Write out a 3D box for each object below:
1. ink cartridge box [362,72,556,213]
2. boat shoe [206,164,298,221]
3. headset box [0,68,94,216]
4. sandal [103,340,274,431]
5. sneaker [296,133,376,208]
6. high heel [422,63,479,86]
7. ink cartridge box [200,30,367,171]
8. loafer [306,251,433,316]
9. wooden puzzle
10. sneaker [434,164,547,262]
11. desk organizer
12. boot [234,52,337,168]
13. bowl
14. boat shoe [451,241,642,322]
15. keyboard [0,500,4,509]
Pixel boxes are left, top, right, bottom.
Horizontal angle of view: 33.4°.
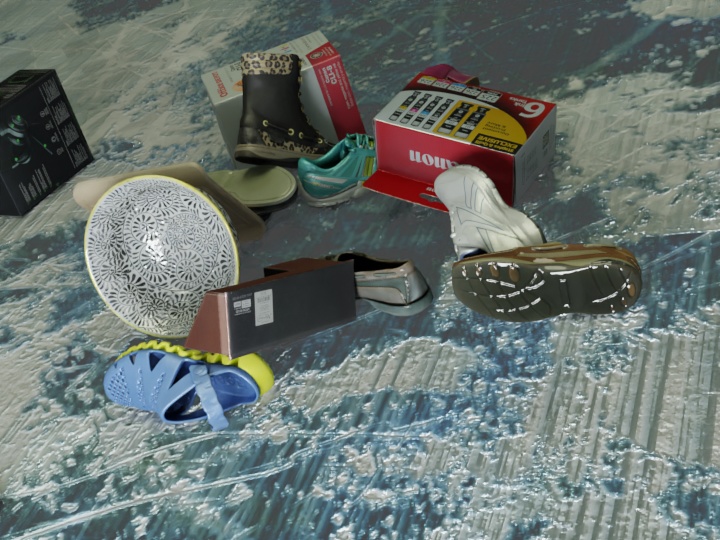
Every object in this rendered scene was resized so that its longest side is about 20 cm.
[{"bbox_3d":[0.123,-0.157,1.521,0.199,0.084,0.176,17,44,25],"label":"ink cartridge box"},{"bbox_3d":[-0.150,-0.095,1.639,0.199,0.066,0.075,-1,47,39],"label":"boat shoe"},{"bbox_3d":[-0.556,-0.205,1.945,0.093,0.175,0.200,5,38,34],"label":"headset box"},{"bbox_3d":[-0.196,0.128,1.285,0.199,0.080,0.087,-4,37,27],"label":"sandal"},{"bbox_3d":[0.008,-0.151,1.625,0.199,0.080,0.078,-23,30,-11],"label":"sneaker"},{"bbox_3d":[0.083,-0.258,1.764,0.096,0.068,0.200,20,42,35],"label":"high heel"},{"bbox_3d":[-0.116,-0.241,1.782,0.199,0.145,0.145,-22,30,-5],"label":"ink cartridge box"},{"bbox_3d":[0.000,0.000,1.394,0.200,0.063,0.072,12,41,42],"label":"loafer"},{"bbox_3d":[-0.243,-0.082,1.550,0.184,0.200,0.037,-8,66,18],"label":"wooden puzzle"},{"bbox_3d":[0.134,-0.054,1.380,0.087,0.075,0.200,-33,42,-8],"label":"sneaker"},{"bbox_3d":[-0.098,0.037,1.308,0.077,0.072,0.200,6,14,40],"label":"desk organizer"},{"bbox_3d":[-0.090,-0.219,1.663,0.200,0.151,0.073,-1,-1,-39],"label":"boot"},{"bbox_3d":[-0.221,-0.027,1.446,0.200,0.201,0.094,-7,15,20],"label":"bowl"},{"bbox_3d":[0.198,0.007,1.270,0.199,0.076,0.074,2,29,18],"label":"boat shoe"},{"bbox_3d":[-0.446,0.293,1.205,0.127,0.021,0.200,10,41,41],"label":"keyboard"}]
